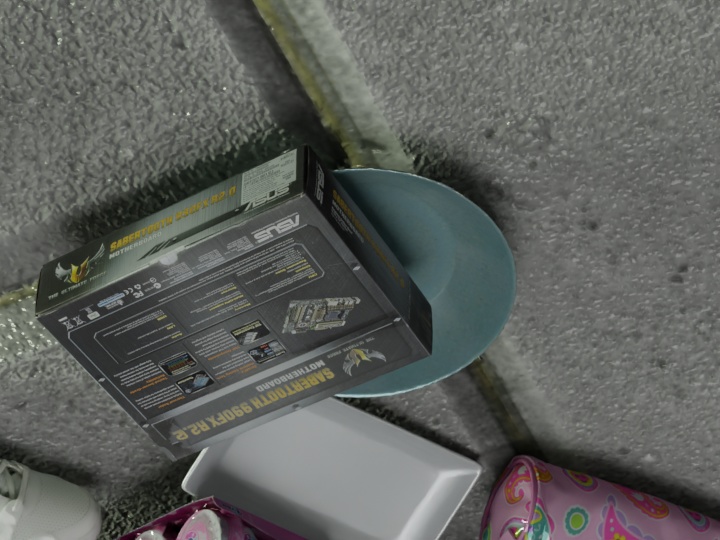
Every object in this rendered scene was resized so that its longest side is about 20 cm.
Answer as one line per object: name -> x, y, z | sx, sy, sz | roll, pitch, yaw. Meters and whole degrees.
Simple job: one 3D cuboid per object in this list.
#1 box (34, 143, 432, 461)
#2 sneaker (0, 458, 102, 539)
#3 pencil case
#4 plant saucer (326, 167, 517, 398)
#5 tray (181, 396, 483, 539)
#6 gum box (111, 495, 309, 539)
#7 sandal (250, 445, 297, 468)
box -> -0.077, 0.024, 1.292 | 0.199, 0.049, 0.159 | -24, 130, 20
sneaker -> -0.274, 0.140, 1.430 | 0.198, 0.074, 0.116 | 8, 135, -7
pencil case -> 0.185, 0.200, 1.491 | 0.199, 0.088, 0.088 | 22, 129, -19
plant saucer -> 0.000, 0.000, 1.331 | 0.199, 0.039, 0.202 | 0, 132, 0
tray -> -0.019, 0.141, 1.450 | 0.199, 0.022, 0.108 | 26, 104, -27
gum box -> -0.119, 0.230, 1.466 | 0.113, 0.067, 0.199 | 29, 141, -32
sandal -> -0.094, 0.197, 1.506 | 0.075, 0.045, 0.201 | 19, 130, -16
